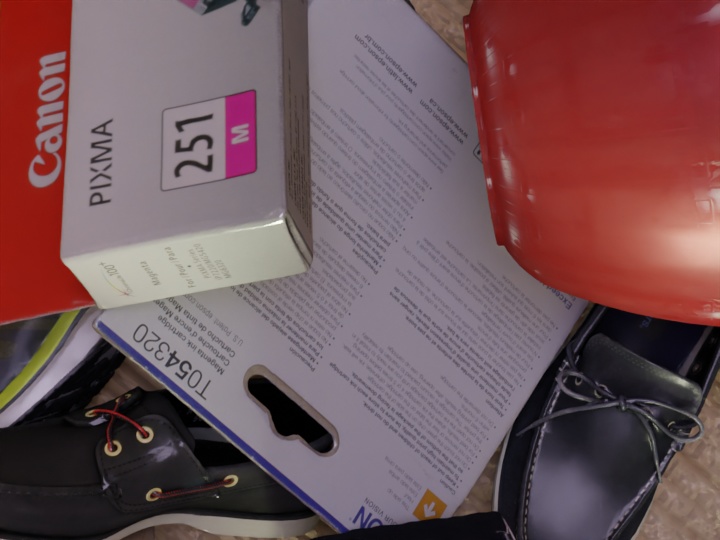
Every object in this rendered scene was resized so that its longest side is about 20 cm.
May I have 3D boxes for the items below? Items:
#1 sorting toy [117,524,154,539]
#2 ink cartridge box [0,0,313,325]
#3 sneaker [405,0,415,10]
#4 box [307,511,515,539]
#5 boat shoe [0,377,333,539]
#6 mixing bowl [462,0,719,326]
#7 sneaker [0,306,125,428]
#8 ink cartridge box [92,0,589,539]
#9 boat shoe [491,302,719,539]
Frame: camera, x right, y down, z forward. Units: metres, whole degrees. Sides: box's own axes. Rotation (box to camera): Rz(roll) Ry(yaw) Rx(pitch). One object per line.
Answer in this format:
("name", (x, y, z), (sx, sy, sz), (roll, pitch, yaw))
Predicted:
("sorting toy", (-0.186, 0.153, 0.936), (0.198, 0.200, 0.070), (2, 108, -5))
("ink cartridge box", (-0.108, -0.078, 0.920), (0.173, 0.044, 0.201), (-10, 57, 12))
("sneaker", (-0.077, -0.078, 1.019), (0.200, 0.076, 0.116), (5, 81, -4))
("box", (0.031, 0.223, 0.917), (0.104, 0.148, 0.201), (-8, 111, -5))
("boat shoe", (-0.098, 0.078, 0.962), (0.201, 0.074, 0.063), (0, 122, -32))
("mixing bowl", (0.101, -0.064, 0.919), (0.108, 0.200, 0.201), (-9, 83, 5))
("sneaker", (-0.137, 0.008, 1.002), (0.081, 0.074, 0.200), (44, 97, 11))
("ink cartridge box", (0.000, 0.000, 0.972), (0.196, 0.043, 0.200), (43, 71, -26))
("boat shoe", (0.118, 0.055, 1.009), (0.074, 0.062, 0.200), (29, 78, 1))
